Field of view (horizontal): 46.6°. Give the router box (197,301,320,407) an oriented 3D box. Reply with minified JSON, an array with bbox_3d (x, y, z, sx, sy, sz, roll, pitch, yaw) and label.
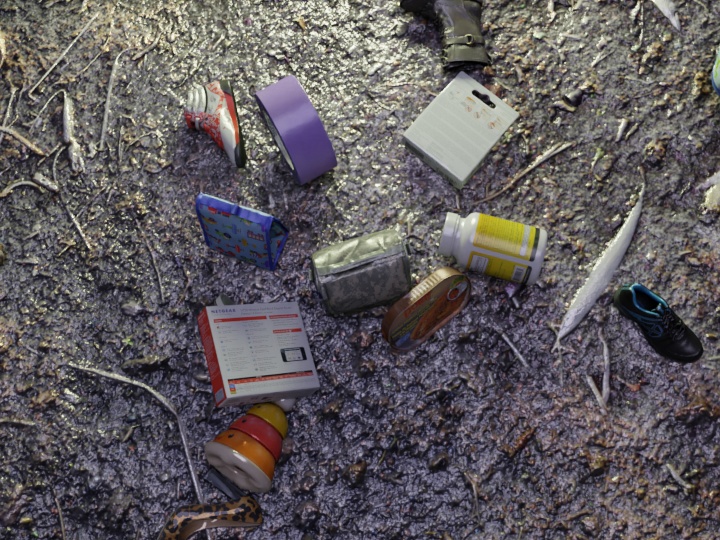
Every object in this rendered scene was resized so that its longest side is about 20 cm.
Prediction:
[{"bbox_3d":[-0.189,0.153,1.564,0.198,0.049,0.181,-1,63,-35],"label":"router box"}]

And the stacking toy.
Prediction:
[{"bbox_3d":[-0.186,0.300,1.572,0.145,0.147,0.201,29,60,8],"label":"stacking toy"}]

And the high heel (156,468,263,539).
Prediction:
[{"bbox_3d":[-0.281,0.484,1.537,0.142,0.072,0.200,34,71,15],"label":"high heel"}]

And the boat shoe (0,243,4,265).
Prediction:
[{"bbox_3d":[-0.821,-0.031,1.683,0.198,0.076,0.073,-11,72,-11],"label":"boat shoe"}]

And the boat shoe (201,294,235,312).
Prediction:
[{"bbox_3d":[-0.240,0.147,1.623,0.060,0.072,0.202,-33,80,12],"label":"boat shoe"}]

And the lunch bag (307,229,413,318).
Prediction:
[{"bbox_3d":[0.000,0.000,1.598,0.198,0.168,0.141,-17,76,-2],"label":"lunch bag"}]

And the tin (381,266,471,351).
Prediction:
[{"bbox_3d":[0.126,0.073,1.607,0.199,0.112,0.042,-37,50,-8],"label":"tin"}]

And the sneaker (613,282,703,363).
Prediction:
[{"bbox_3d":[0.575,0.102,1.601,0.200,0.082,0.073,40,79,9],"label":"sneaker"}]

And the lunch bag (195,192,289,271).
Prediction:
[{"bbox_3d":[-0.231,-0.086,1.608,0.149,0.200,0.095,20,78,6],"label":"lunch bag"}]

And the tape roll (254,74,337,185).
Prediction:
[{"bbox_3d":[-0.128,-0.277,1.652,0.084,0.200,0.201,-29,77,-5],"label":"tape roll"}]

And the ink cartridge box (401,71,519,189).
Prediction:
[{"bbox_3d":[0.206,-0.292,1.730,0.160,0.047,0.200,39,75,10],"label":"ink cartridge box"}]

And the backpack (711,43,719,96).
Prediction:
[{"bbox_3d":[0.806,-0.419,1.685,0.182,0.147,0.201,25,75,6],"label":"backpack"}]

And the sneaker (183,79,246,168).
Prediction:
[{"bbox_3d":[-0.303,-0.294,1.730,0.107,0.067,0.203,-13,73,0],"label":"sneaker"}]

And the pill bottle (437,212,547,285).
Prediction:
[{"bbox_3d":[0.256,-0.048,1.630,0.198,0.113,0.114,15,77,5],"label":"pill bottle"}]

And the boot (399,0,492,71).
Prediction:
[{"bbox_3d":[0.180,-0.506,1.765,0.198,0.069,0.176,1,76,0],"label":"boot"}]
